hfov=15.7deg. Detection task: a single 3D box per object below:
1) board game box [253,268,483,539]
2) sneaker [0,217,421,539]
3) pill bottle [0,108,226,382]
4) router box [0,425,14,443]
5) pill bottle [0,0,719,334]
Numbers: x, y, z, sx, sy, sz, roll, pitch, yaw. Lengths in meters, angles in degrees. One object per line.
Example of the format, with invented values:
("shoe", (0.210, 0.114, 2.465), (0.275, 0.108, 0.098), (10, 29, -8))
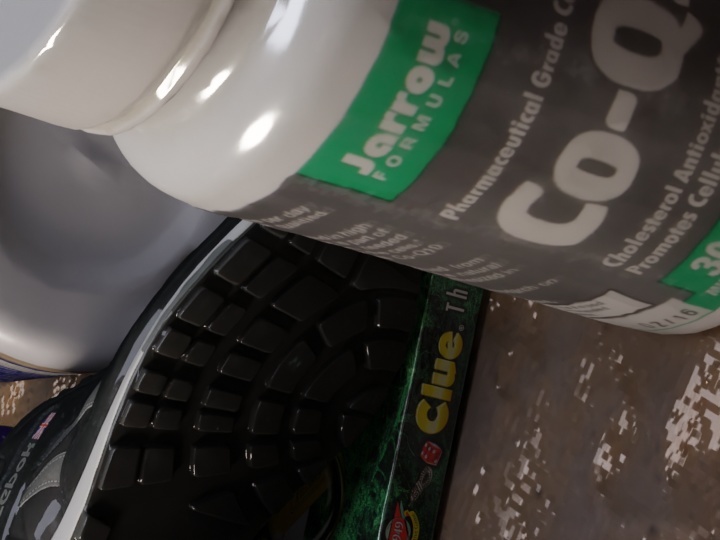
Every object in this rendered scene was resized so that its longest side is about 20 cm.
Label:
("board game box", (0.000, 0.000, 0.758), (0.105, 0.023, 0.200), (3, 80, 55))
("sneaker", (-0.065, 0.045, 0.719), (0.200, 0.076, 0.088), (-57, 38, 1))
("pill bottle", (-0.111, -0.024, 0.835), (0.200, 0.120, 0.120), (169, 113, -68))
("router box", (-0.112, 0.174, 0.812), (0.157, 0.052, 0.200), (49, 118, 45))
("pill bottle", (0.010, -0.059, 0.599), (0.113, 0.200, 0.113), (-28, 55, 49))
